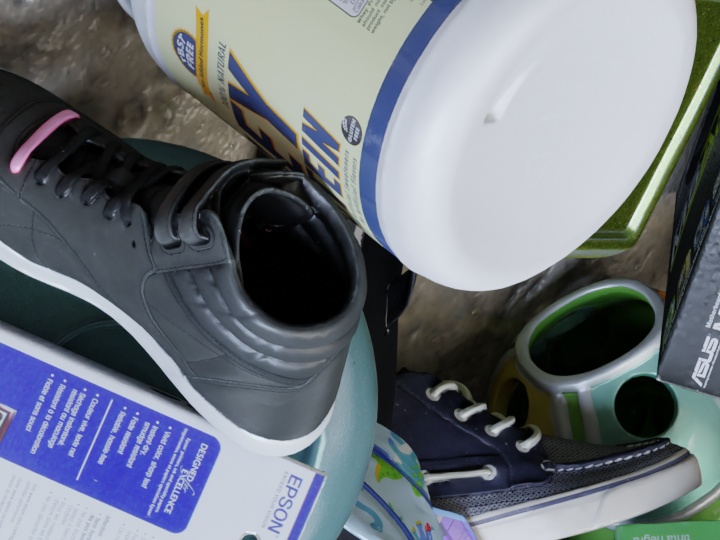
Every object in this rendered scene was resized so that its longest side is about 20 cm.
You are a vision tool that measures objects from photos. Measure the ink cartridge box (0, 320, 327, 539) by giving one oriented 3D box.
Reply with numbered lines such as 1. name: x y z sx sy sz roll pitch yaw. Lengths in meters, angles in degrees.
1. ink cartridge box: -0.121 0.078 1.044 0.039 0.200 0.100 -139 -106 -89

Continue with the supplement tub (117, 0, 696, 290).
1. supplement tub: 0.007 -0.101 1.030 0.145 0.200 0.145 -31 142 -28

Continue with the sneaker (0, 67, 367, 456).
1. sneaker: -0.075 -0.027 1.001 0.071 0.200 0.099 -47 176 -35

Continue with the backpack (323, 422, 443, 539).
1. backpack: -0.063 0.109 1.156 0.154 0.200 0.163 -39 153 -64

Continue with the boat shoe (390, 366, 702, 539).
1. boat shoe: 0.056 0.084 1.315 0.199 0.093 0.075 -13 178 -13

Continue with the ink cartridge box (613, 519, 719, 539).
1. ink cartridge box: 0.160 0.234 1.308 0.083 0.200 0.147 -2 153 3

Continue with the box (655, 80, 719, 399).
1. box: 0.191 -0.070 1.335 0.193 0.047 0.200 -77 -177 -59

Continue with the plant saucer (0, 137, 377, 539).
1. plant saucer: -0.093 0.050 1.076 0.200 0.200 0.027 -52 -178 1

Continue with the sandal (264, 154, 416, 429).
1. sandal: 0.000 0.000 1.229 0.076 0.043 0.201 -20 118 -39

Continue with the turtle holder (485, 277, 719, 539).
1. turtle holder: 0.113 0.082 1.423 0.185 0.141 0.132 -14 129 11

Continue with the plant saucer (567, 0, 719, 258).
1. plant saucer: 0.101 -0.081 1.306 0.199 0.048 0.200 -1 123 -50

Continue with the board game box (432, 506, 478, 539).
1. board game box: -0.036 0.170 1.253 0.039 0.199 0.158 178 -73 -87
